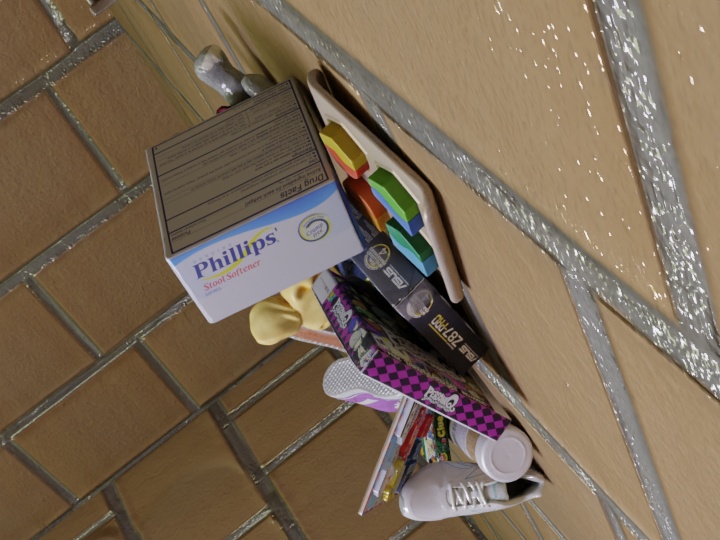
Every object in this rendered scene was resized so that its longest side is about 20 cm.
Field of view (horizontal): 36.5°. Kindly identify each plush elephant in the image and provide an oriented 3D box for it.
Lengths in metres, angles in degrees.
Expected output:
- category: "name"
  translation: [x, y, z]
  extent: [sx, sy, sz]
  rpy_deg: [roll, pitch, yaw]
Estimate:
- category: "plush elephant"
  translation: [-0.132, -0.138, 1.304]
  extent: [0.198, 0.166, 0.155]
  rpy_deg: [25, -159, -24]

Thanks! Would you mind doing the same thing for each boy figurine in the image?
- category: "boy figurine"
  translation: [-0.053, 0.025, 1.377]
  extent: [0.064, 0.199, 0.125]
  rpy_deg: [46, 174, 44]

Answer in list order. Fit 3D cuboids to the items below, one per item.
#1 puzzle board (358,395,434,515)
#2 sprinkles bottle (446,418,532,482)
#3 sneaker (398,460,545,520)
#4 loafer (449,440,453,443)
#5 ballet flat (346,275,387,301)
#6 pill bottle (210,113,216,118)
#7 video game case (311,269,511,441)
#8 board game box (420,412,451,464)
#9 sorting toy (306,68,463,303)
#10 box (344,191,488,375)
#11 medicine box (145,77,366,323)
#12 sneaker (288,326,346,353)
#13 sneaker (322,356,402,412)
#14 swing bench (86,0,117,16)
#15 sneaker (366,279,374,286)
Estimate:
- category: "puzzle board"
  translation: [0.062, 0.199, 1.351]
  extent: [0.017, 0.203, 0.150]
  rpy_deg: [23, -172, 18]
- category: "sprinkles bottle"
  translation: [0.159, 0.213, 1.408]
  extent: [0.069, 0.068, 0.200]
  rpy_deg: [54, 174, -11]
- category: "sneaker"
  translation: [0.145, 0.278, 1.401]
  extent: [0.080, 0.197, 0.072]
  rpy_deg: [178, 83, -72]
- category: "loafer"
  translation: [0.142, 0.244, 1.699]
  extent: [0.076, 0.069, 0.200]
  rpy_deg: [52, 174, 12]
- category: "ballet flat"
  translation: [0.041, 0.047, 1.343]
  extent: [0.199, 0.067, 0.069]
  rpy_deg: [23, -121, -55]
- category: "pill bottle"
  translation: [-0.189, -0.184, 1.657]
  extent: [0.114, 0.113, 0.200]
  rpy_deg: [54, 174, -3]
- category: "video game case"
  translation: [0.053, 0.090, 1.190]
  extent: [0.199, 0.036, 0.182]
  rpy_deg: [30, -166, -30]
- category: "board game box"
  translation: [0.091, 0.167, 1.495]
  extent: [0.105, 0.023, 0.203]
  rpy_deg: [-147, 48, -79]
- category: "sorting toy"
  translation: [0.020, -0.073, 1.028]
  extent: [0.200, 0.036, 0.186]
  rpy_deg: [51, 173, 30]
- category: "box"
  translation: [0.040, 0.007, 1.178]
  extent: [0.200, 0.049, 0.161]
  rpy_deg: [49, 180, 43]
- category: "medicine box"
  translation: [-0.112, -0.076, 1.131]
  extent: [0.201, 0.180, 0.103]
  rpy_deg: [-112, -4, -47]
- category: "sneaker"
  translation: [-0.019, 0.066, 1.501]
  extent: [0.197, 0.081, 0.072]
  rpy_deg: [16, 153, 7]
- category: "sneaker"
  translation: [0.050, 0.150, 1.466]
  extent: [0.113, 0.074, 0.199]
  rpy_deg: [24, 162, -31]
- category: "swing bench"
  translation: [-0.401, -0.492, 1.550]
  extent: [0.200, 0.129, 0.200]
  rpy_deg: [54, 179, -8]
- category: "sneaker"
  translation: [0.000, 0.000, 1.513]
  extent: [0.083, 0.075, 0.200]
  rpy_deg: [33, -179, -19]
